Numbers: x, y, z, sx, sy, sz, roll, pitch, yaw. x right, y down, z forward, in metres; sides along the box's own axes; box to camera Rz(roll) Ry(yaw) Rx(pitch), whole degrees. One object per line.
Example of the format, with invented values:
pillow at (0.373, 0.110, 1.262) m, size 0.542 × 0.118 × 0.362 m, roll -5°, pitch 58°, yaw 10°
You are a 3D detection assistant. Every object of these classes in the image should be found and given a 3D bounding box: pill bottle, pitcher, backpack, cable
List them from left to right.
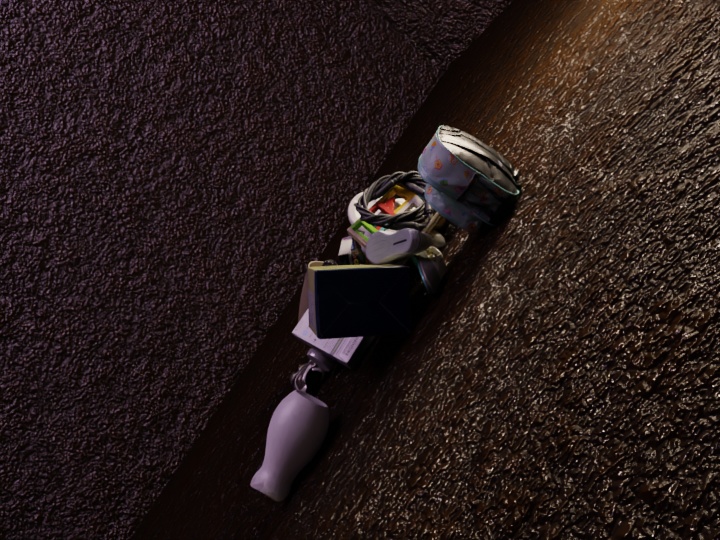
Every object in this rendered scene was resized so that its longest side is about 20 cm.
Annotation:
pitcher at (-0.142, 0.360, 1.371) m, size 0.172 × 0.119 × 0.204 m, roll 60°, pitch -125°, yaw -84°
pill bottle at (-0.054, 0.151, 1.662) m, size 0.202 × 0.103 × 0.104 m, roll -56°, pitch 10°, yaw -18°
pill bottle at (0.033, -0.122, 1.784) m, size 0.112 × 0.110 × 0.201 m, roll -54°, pitch -20°, yaw -12°
cable at (0.079, -0.167, 1.523) m, size 0.051 × 0.194 × 0.167 m, roll 69°, pitch -154°, yaw -55°
backpack at (0.205, -0.189, 1.311) m, size 0.154 × 0.198 × 0.177 m, roll -47°, pitch 12°, yaw 30°

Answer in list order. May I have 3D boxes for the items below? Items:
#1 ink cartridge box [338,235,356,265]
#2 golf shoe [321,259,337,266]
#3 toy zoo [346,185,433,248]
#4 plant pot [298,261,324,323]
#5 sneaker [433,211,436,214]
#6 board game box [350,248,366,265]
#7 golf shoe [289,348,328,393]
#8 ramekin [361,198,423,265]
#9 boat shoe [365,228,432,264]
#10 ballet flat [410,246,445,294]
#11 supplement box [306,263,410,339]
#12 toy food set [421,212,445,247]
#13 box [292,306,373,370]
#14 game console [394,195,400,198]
ink cartridge box at (-0.027, -0.026, 1.686) m, size 0.036 × 0.097 × 0.201 m, roll -10°, pitch 17°, yaw 8°
golf shoe at (-0.052, 0.049, 1.776) m, size 0.077 × 0.204 × 0.094 m, roll 17°, pitch 41°, yaw 39°
toy zoo at (0.080, -0.122, 1.538) m, size 0.200 × 0.130 × 0.021 m, roll -43°, pitch -31°, yaw -15°
plant pot at (-0.109, 0.108, 1.943) m, size 0.188 × 0.183 × 0.204 m, roll -81°, pitch 16°, yaw -71°
sneaker at (0.239, -0.213, 1.677) m, size 0.106 × 0.068 × 0.203 m, roll -28°, pitch -24°, yaw -26°
board game box at (0.000, 0.000, 1.646) m, size 0.023 × 0.108 × 0.200 m, roll -10°, pitch 0°, yaw 5°
golf shoe at (-0.100, 0.241, 1.719) m, size 0.203 × 0.077 × 0.094 m, roll -57°, pitch 27°, yaw -10°
ramekin at (0.085, -0.088, 1.641) m, size 0.202 × 0.094 × 0.203 m, roll -44°, pitch -16°, yaw -16°
boat shoe at (0.079, -0.049, 1.405) m, size 0.198 × 0.061 × 0.074 m, roll -4°, pitch 79°, yaw 61°
ballet flat at (0.148, -0.014, 1.379) m, size 0.063 × 0.068 × 0.201 m, roll -27°, pitch 20°, yaw 5°
supplement box at (-0.010, 0.060, 1.385) m, size 0.200 × 0.194 × 0.139 m, roll -169°, pitch 77°, yaw -79°
toy food set at (0.205, -0.120, 1.545) m, size 0.202 × 0.060 × 0.144 m, roll -52°, pitch -2°, yaw 0°
box at (-0.053, 0.131, 1.577) m, size 0.197 × 0.041 × 0.158 m, roll 21°, pitch 69°, yaw 38°
game console at (0.083, -0.112, 1.914) m, size 0.116 × 0.174 × 0.199 m, roll -27°, pitch 0°, yaw -22°
